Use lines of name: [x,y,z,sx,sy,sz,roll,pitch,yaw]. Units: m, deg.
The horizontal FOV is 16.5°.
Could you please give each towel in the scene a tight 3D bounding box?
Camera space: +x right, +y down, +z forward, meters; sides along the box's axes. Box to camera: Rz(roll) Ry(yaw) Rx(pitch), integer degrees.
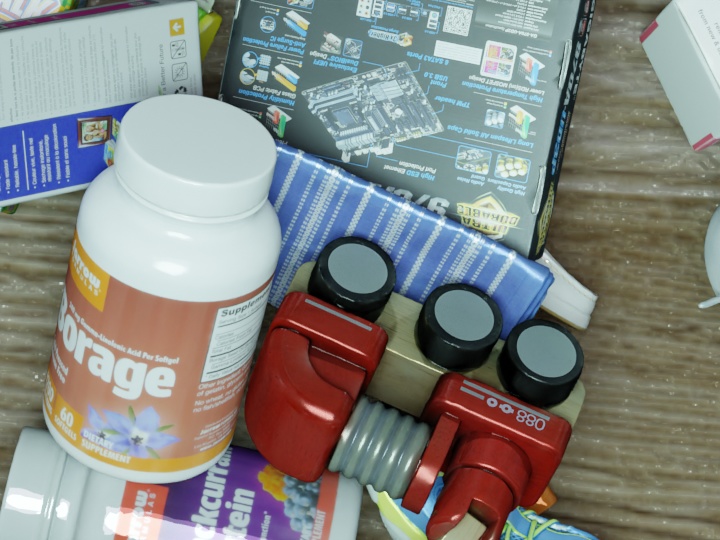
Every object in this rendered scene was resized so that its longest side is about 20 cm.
towel: [0.000,0.000,1.410,0.200,0.145,0.024,24,55,-2]

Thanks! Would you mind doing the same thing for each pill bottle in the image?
pill bottle: [-0.106,0.150,1.432,0.200,0.111,0.112,12,90,-3]
pill bottle: [-0.106,0.009,1.354,0.112,0.112,0.200,13,125,-3]

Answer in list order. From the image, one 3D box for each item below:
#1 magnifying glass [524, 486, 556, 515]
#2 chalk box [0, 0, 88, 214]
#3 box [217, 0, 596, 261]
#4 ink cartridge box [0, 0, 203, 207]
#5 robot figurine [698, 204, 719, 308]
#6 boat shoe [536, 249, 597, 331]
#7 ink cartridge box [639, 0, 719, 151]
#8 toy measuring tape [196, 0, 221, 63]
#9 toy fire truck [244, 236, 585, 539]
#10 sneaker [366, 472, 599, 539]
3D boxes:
magnifying glass: [0.054,0.061,1.487,0.080,0.022,0.200,-33,90,-2]
chalk box: [-0.226,-0.145,1.418,0.124,0.125,0.200,20,91,-3]
box: [0.021,-0.103,1.404,0.200,0.046,0.159,13,99,14]
ink cartridge box: [-0.176,-0.088,1.342,0.200,0.037,0.095,-15,111,-35]
robot figurine: [0.282,-0.030,1.449,0.200,0.113,0.170,-44,123,-1]
boat shoe: [0.073,-0.048,1.460,0.200,0.071,0.069,42,90,-1]
ink cartridge box: [0.275,-0.152,1.431,0.200,0.147,0.083,-26,87,-3]
toy measuring tape: [-0.113,-0.145,1.420,0.074,0.074,0.200,26,114,-3]
toy fire truck: [0.010,0.112,1.355,0.176,0.129,0.200,24,49,0]
sneaker: [0.089,0.152,1.443,0.105,0.076,0.200,-27,105,41]
